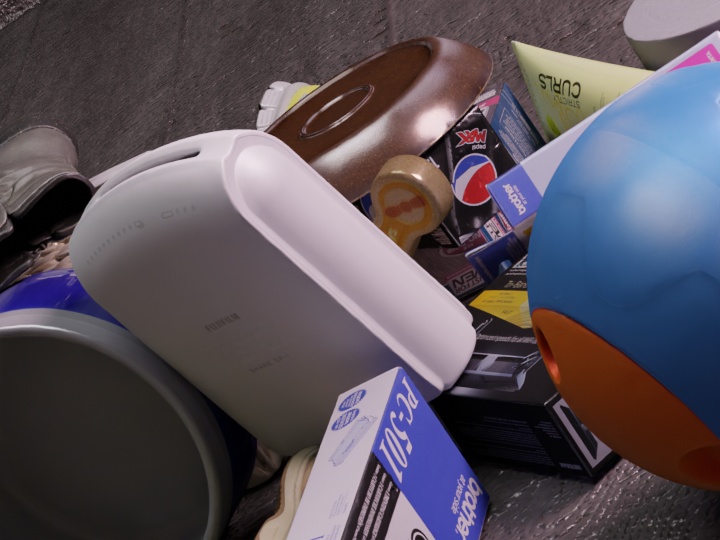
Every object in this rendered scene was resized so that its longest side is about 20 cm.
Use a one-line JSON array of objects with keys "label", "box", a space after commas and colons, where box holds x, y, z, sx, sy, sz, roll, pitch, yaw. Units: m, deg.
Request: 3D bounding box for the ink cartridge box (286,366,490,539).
[{"label": "ink cartridge box", "box": [0.012, 0.140, 1.456, 0.044, 0.094, 0.200, -27, 18, 22]}]

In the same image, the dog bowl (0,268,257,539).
[{"label": "dog bowl", "box": [-0.165, 0.103, 1.708, 0.199, 0.201, 0.079, -25, 17, 28]}]

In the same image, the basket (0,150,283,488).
[{"label": "basket", "box": [-0.134, 0.052, 1.803, 0.135, 0.200, 0.124, -27, 25, 25]}]

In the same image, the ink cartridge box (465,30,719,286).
[{"label": "ink cartridge box", "box": [0.149, -0.060, 1.731, 0.200, 0.042, 0.119, -36, -19, 3]}]

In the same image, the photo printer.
[{"label": "photo printer", "box": [-0.057, 0.009, 1.595, 0.166, 0.200, 0.070, -23, 32, 47]}]

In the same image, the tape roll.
[{"label": "tape roll", "box": [0.273, -0.184, 1.886, 0.200, 0.066, 0.200, -32, 18, 12]}]

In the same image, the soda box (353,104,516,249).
[{"label": "soda box", "box": [0.019, -0.057, 1.818, 0.071, 0.063, 0.200, -42, 19, -22]}]

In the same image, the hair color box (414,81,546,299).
[{"label": "hair color box", "box": [0.059, -0.045, 1.921, 0.100, 0.061, 0.200, -28, 19, 22]}]

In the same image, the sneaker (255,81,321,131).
[{"label": "sneaker", "box": [-0.033, -0.061, 1.950, 0.090, 0.078, 0.201, -4, 46, 18]}]

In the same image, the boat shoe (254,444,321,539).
[{"label": "boat shoe", "box": [-0.016, 0.148, 1.552, 0.065, 0.073, 0.200, 6, 13, 7]}]

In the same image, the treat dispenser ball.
[{"label": "treat dispenser ball", "box": [0.177, 0.003, 1.331, 0.200, 0.201, 0.201, -31, 17, 11]}]

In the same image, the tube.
[{"label": "tube", "box": [0.159, -0.110, 1.907, 0.200, 0.052, 0.058, 20, 93, 64]}]

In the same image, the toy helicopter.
[{"label": "toy helicopter", "box": [0.000, 0.000, 1.685, 0.079, 0.132, 0.200, -51, -11, -43]}]

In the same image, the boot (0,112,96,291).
[{"label": "boot", "box": [-0.248, -0.012, 1.755, 0.200, 0.068, 0.131, -41, 22, 8]}]

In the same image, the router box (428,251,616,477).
[{"label": "router box", "box": [0.119, 0.040, 1.594, 0.157, 0.052, 0.200, -41, 18, -19]}]

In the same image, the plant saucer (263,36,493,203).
[{"label": "plant saucer", "box": [-0.008, -0.089, 1.798, 0.200, 0.032, 0.200, -32, 16, 10]}]
